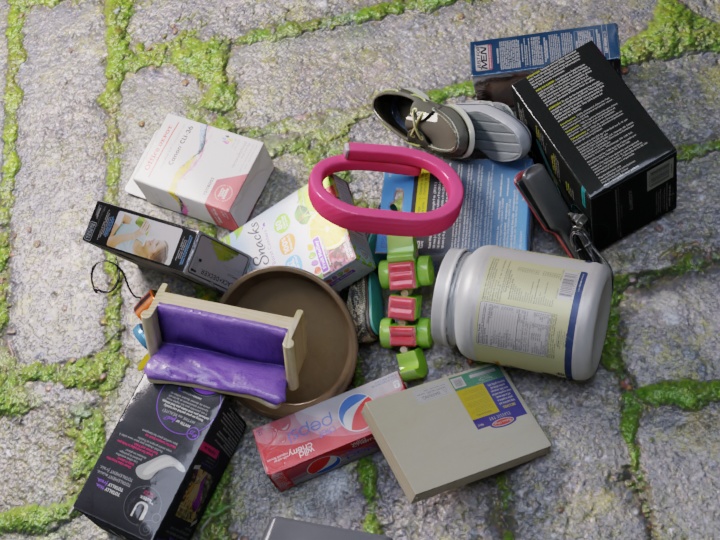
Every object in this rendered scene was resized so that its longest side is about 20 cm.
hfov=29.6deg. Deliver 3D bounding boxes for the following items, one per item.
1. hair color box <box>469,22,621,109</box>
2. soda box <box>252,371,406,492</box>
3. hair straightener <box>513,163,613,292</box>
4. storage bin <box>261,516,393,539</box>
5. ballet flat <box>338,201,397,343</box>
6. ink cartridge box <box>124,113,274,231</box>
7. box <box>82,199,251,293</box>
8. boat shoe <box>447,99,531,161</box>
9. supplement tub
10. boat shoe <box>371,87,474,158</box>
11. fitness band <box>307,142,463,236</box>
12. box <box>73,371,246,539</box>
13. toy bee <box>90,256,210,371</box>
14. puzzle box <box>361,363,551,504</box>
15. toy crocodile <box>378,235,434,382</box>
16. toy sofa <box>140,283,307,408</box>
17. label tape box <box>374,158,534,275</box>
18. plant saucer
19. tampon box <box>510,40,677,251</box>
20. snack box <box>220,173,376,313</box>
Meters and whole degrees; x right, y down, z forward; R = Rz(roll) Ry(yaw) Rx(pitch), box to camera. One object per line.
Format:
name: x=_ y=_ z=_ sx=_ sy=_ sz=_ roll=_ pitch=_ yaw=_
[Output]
hair color box: x=0.252 y=-0.272 z=1.845 sx=0.198 sy=0.100 sz=0.061 roll=-6 pitch=64 yaw=11
soda box: x=-0.028 y=0.200 z=1.699 sx=0.199 sy=0.063 sz=0.070 roll=-22 pitch=61 yaw=1
hair straightener: x=0.261 y=-0.044 z=1.712 sx=0.041 sy=0.077 sz=0.201 roll=-27 pitch=88 yaw=-12
storage bin: x=-0.047 y=0.368 z=1.586 sx=0.198 sy=0.146 sz=0.135 roll=6 pitch=55 yaw=16
ballet flat: x=0.000 y=0.000 z=1.795 sx=0.075 sy=0.068 sz=0.201 roll=-4 pitch=65 yaw=27
ink cartridge box: x=-0.237 y=-0.143 z=1.915 sx=0.199 sy=0.068 sz=0.117 roll=18 pitch=69 yaw=21
box: x=-0.256 y=-0.029 z=1.806 sx=0.199 sy=0.116 sz=0.061 roll=17 pitch=83 yaw=37
boat shoe: x=0.172 y=-0.198 z=1.805 sx=0.067 sy=0.074 sz=0.200 roll=-28 pitch=30 yaw=-22
supplement tub: x=0.198 y=0.048 z=1.673 sx=0.199 sy=0.145 sz=0.146 roll=10 pitch=67 yaw=18
boat shoe: x=0.083 y=-0.197 z=1.825 sx=0.060 sy=0.073 sz=0.202 roll=-3 pitch=23 yaw=-28
fitness band: x=0.032 y=-0.103 z=1.733 sx=0.198 sy=0.038 sz=0.144 roll=4 pitch=42 yaw=-7
box: x=-0.247 y=0.242 z=1.705 sx=0.122 sy=0.106 sz=0.201 roll=19 pitch=70 yaw=21
toy bee: x=-0.255 y=0.062 z=1.808 sx=0.130 sy=0.109 sz=0.201 roll=-23 pitch=90 yaw=8
puzzle box: x=0.116 y=0.192 z=1.640 sx=0.199 sy=0.025 sz=0.133 roll=-14 pitch=57 yaw=-27
toy crocodile: x=0.056 y=0.040 z=1.730 sx=0.067 sy=0.062 sz=0.202 roll=0 pitch=94 yaw=14
toy sofa: x=-0.170 y=0.092 z=1.675 sx=0.198 sy=0.083 sz=0.098 roll=11 pitch=46 yaw=13
label tape box: x=0.128 y=-0.070 z=1.795 sx=0.198 sy=0.063 sz=0.145 roll=1 pitch=64 yaw=14
plant saucer: x=-0.095 y=0.091 z=1.737 sx=0.198 sy=0.029 sz=0.202 roll=3 pitch=99 yaw=16
tampon box: x=0.300 y=-0.158 z=1.748 sx=0.126 sy=0.150 sz=0.201 roll=-28 pitch=61 yaw=-2
snack box: x=-0.089 y=-0.019 z=1.792 sx=0.199 sy=0.053 sz=0.143 roll=-31 pitch=57 yaw=22
